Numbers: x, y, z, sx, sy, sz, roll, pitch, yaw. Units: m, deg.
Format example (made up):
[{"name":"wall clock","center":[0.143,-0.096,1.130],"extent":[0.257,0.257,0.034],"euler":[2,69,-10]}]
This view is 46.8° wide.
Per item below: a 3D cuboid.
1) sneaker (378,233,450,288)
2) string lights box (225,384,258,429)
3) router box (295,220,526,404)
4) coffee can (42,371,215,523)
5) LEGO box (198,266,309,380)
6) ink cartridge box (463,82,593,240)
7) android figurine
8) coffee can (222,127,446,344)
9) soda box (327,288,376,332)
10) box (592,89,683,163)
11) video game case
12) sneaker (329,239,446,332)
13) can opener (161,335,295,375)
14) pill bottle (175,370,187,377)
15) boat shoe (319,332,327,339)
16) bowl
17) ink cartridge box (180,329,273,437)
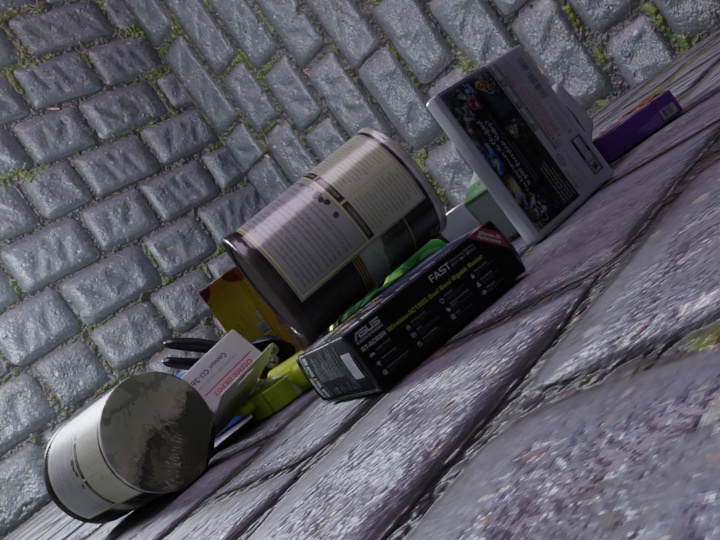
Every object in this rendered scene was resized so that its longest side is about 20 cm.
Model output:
[{"name":"sneaker","center":[0.078,-0.006,1.138],"extent":[0.077,0.084,0.200],"euler":[-36,2,-30]},{"name":"string lights box","center":[-0.247,0.235,1.303],"extent":[0.200,0.059,0.103],"euler":[-36,1,-1]},{"name":"router box","center":[0.046,0.043,0.812],"extent":[0.200,0.062,0.150],"euler":[-36,1,-24]},{"name":"coffee can","center":[-0.293,0.226,1.042],"extent":[0.200,0.147,0.146],"euler":[-33,3,45]},{"name":"LEGO box","center":[-0.154,0.080,1.367],"extent":[0.077,0.200,0.149],"euler":[-34,2,18]},{"name":"ink cartridge box","center":[0.234,-0.149,1.139],"extent":[0.145,0.088,0.200],"euler":[-35,18,35]},{"name":"android figurine","center":[-0.084,0.139,1.130],"extent":[0.200,0.041,0.182],"euler":[-34,1,-17]},{"name":"coffee can","center":[-0.027,-0.039,0.910],"extent":[0.200,0.146,0.146],"euler":[-40,3,-11]},{"name":"soda box","center":[0.000,0.000,1.202],"extent":[0.070,0.063,0.200],"euler":[-66,-2,-63]},{"name":"box","center":[0.366,-0.188,1.232],"extent":[0.200,0.039,0.137],"euler":[-36,1,9]},{"name":"video game case","center":[0.192,-0.153,0.978],"extent":[0.182,0.200,0.023],"euler":[-37,1,-36]},{"name":"sneaker","center":[0.053,0.034,0.974],"extent":[0.200,0.074,0.083],"euler":[-42,20,-32]},{"name":"can opener","center":[-0.191,0.129,1.227],"extent":[0.199,0.064,0.079],"euler":[0,-13,-17]},{"name":"pill bottle","center":[-0.311,0.243,1.480],"extent":[0.112,0.112,0.200],"euler":[-35,2,22]},{"name":"boat shoe","center":[-0.003,0.050,1.395],"extent":[0.068,0.072,0.200],"euler":[-36,3,45]},{"name":"bowl","center":[0.101,-0.023,1.321],"extent":[0.200,0.075,0.200],"euler":[-38,3,-34]},{"name":"ink cartridge box","center":[-0.195,0.161,1.118],"extent":[0.116,0.067,0.200],"euler":[-47,-8,-41]}]
